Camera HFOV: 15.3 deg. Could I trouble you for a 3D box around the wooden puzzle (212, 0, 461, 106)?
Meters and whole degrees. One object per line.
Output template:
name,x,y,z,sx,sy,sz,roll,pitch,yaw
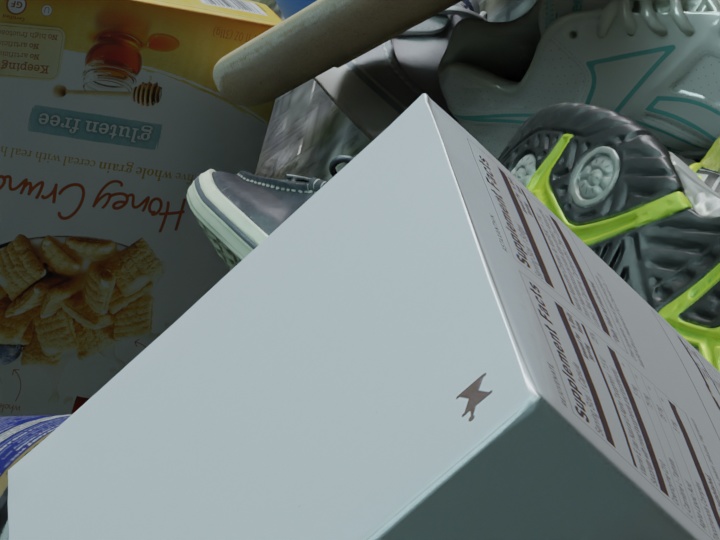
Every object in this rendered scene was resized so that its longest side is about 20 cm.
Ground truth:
wooden puzzle,0.058,-0.131,0.994,0.200,0.046,0.185,-26,1,-33

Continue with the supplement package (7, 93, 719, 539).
supplement package,0.039,0.097,0.639,0.152,0.200,0.151,-42,25,14

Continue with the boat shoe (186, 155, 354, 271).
boat shoe,0.000,0.000,0.929,0.062,0.075,0.200,-42,28,-10

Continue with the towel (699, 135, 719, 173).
towel,0.187,-0.044,0.785,0.200,0.018,0.086,6,59,50

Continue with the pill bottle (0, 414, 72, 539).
pill bottle,-0.112,0.103,0.888,0.200,0.112,0.112,-5,49,58

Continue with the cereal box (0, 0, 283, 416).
cereal box,-0.120,-0.017,1.049,0.040,0.144,0.200,45,124,59

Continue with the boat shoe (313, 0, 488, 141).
boat shoe,0.022,-0.093,1.121,0.069,0.072,0.200,-44,16,10

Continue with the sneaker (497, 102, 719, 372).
sneaker,0.102,0.009,0.782,0.200,0.076,0.075,35,96,53

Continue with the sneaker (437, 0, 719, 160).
sneaker,0.107,-0.077,0.931,0.200,0.080,0.071,-23,33,41
